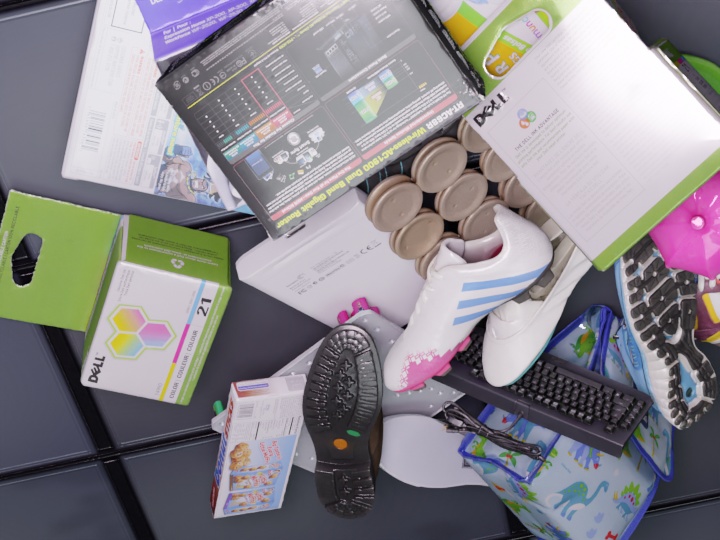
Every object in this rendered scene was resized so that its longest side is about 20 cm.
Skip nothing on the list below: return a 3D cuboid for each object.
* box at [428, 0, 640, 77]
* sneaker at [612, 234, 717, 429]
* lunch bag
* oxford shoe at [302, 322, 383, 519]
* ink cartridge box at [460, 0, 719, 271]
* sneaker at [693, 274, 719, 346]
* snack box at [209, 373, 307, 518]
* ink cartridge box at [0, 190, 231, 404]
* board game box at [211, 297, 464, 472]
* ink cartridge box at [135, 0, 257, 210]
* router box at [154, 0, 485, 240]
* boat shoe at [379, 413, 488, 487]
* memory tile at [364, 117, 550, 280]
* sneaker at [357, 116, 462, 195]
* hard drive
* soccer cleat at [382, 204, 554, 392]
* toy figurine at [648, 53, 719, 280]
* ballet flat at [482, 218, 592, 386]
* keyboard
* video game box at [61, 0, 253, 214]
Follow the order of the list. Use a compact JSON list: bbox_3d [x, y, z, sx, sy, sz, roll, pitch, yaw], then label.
[{"bbox_3d":[0.134,-0.202,1.128,0.112,0.102,0.200,-36,123,20],"label":"box"},{"bbox_3d":[0.260,0.052,1.313,0.078,0.090,0.201,-28,116,-23],"label":"sneaker"},{"bbox_3d":[0.223,0.159,1.393,0.201,0.127,0.170,-53,127,-17],"label":"lunch bag"},{"bbox_3d":[-0.012,0.125,1.310,0.072,0.085,0.201,8,123,7],"label":"oxford shoe"},{"bbox_3d":[0.177,-0.126,1.089,0.200,0.076,0.148,48,115,3],"label":"ink cartridge box"},{"bbox_3d":[0.339,0.002,1.307,0.089,0.075,0.201,11,140,-15],"label":"sneaker"},{"bbox_3d":[-0.098,0.171,1.359,0.071,0.024,0.201,-6,141,-19],"label":"snack box"},{"bbox_3d":[-0.231,0.027,1.273,0.198,0.076,0.149,12,125,-17],"label":"ink cartridge box"},{"bbox_3d":[-0.013,0.119,1.374,0.199,0.026,0.200,-36,140,21],"label":"board game box"},{"bbox_3d":[-0.055,-0.170,1.113,0.197,0.043,0.201,-22,120,4],"label":"ink cartridge box"},{"bbox_3d":[-0.028,-0.139,1.053,0.199,0.062,0.150,-32,107,16],"label":"router box"},{"bbox_3d":[0.087,0.183,1.430,0.199,0.057,0.069,14,90,-27],"label":"boat shoe"},{"bbox_3d":[0.096,-0.056,1.233,0.153,0.017,0.200,-43,143,3],"label":"memory tile"},{"bbox_3d":[0.012,-0.089,1.234,0.199,0.076,0.079,-28,138,24],"label":"sneaker"},{"bbox_3d":[0.000,0.000,1.271,0.131,0.027,0.200,-32,145,21],"label":"hard drive"},{"bbox_3d":[0.077,0.021,1.239,0.086,0.070,0.200,40,109,-22],"label":"soccer cleat"},{"bbox_3d":[0.293,-0.060,1.204,0.199,0.185,0.150,28,120,-26],"label":"toy figurine"},{"bbox_3d":[0.160,0.009,1.284,0.069,0.069,0.201,36,90,-29],"label":"ballet flat"},{"bbox_3d":[0.152,0.119,1.291,0.199,0.127,0.021,20,141,28],"label":"keyboard"},{"bbox_3d":[-0.135,-0.154,1.159,0.181,0.047,0.201,12,117,-13],"label":"video game box"}]
